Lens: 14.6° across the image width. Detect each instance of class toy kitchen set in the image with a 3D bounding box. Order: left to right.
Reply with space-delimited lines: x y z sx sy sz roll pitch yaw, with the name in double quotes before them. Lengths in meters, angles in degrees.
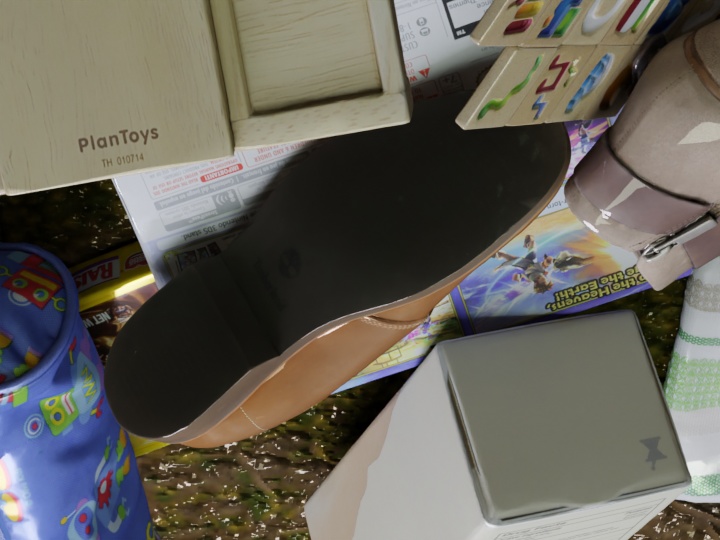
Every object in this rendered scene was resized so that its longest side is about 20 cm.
"toy kitchen set" -0.093 -0.121 0.912 0.199 0.180 0.164 -9 100 4

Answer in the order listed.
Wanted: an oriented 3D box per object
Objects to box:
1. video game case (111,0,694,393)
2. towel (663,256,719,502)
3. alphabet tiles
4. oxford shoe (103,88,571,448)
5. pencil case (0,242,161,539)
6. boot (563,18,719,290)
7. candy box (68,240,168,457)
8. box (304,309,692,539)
"video game case" 0.011 -0.043 1.060 0.199 0.046 0.182 -18 132 3
"towel" 0.209 0.032 1.212 0.148 0.031 0.201 -3 139 -6
"alphabet tiles" 0.105 -0.117 0.934 0.167 0.006 0.200 -56 161 20
"oxford shoe" 0.000 0.000 1.032 0.200 0.072 0.071 -33 152 21
"pencil case" -0.132 0.082 1.141 0.078 0.087 0.201 5 138 18
"boot" 0.160 -0.047 1.044 0.146 0.070 0.200 -41 147 14
"candy box" -0.066 0.024 1.167 0.199 0.027 0.102 -21 137 16
"box" 0.052 0.094 1.167 0.095 0.078 0.200 -9 160 -22
